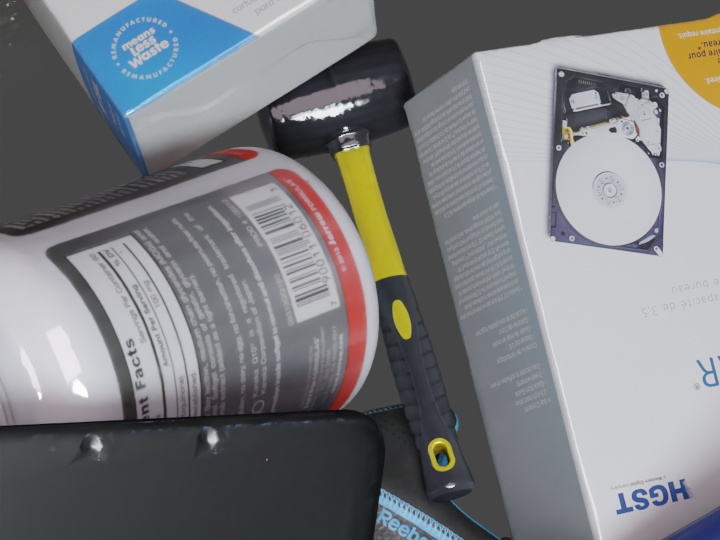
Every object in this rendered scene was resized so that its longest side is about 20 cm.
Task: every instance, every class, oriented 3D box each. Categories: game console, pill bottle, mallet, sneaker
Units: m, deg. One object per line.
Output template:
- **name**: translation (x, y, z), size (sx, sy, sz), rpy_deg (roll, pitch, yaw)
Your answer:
- **game console**: translation (-0.107, 0.131, 1.003), size (0.200, 0.176, 0.116), rpy_deg (0, 73, -31)
- **pill bottle**: translation (-0.099, 0.031, 1.035), size (0.200, 0.116, 0.116), rpy_deg (-21, 80, -40)
- **mallet**: translation (0.000, 0.000, 1.105), size (0.066, 0.041, 0.200), rpy_deg (-8, 67, -1)
- **sneaker**: translation (0.037, 0.146, 1.085), size (0.082, 0.073, 0.200), rpy_deg (-23, 83, -7)

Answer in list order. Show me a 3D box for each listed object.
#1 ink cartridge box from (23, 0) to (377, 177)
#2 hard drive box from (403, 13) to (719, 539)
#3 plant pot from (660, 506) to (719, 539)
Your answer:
- **ink cartridge box**: translation (-0.094, -0.153, 1.115), size (0.116, 0.067, 0.200), rpy_deg (-33, 71, -8)
- **hard drive box**: translation (0.122, 0.007, 1.090), size (0.156, 0.077, 0.200), rpy_deg (-11, 82, -24)
- **plant pot**: translation (0.182, 0.178, 1.006), size (0.200, 0.200, 0.180), rpy_deg (-31, 61, 4)
